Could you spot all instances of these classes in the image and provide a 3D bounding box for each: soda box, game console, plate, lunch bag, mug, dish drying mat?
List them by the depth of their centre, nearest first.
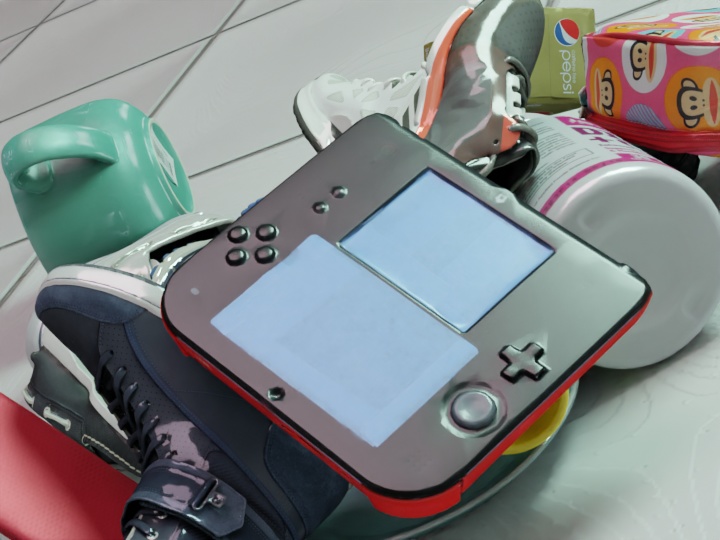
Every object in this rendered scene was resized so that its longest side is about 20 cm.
[{"bbox_3d":[0.017,0.016,0.942,0.200,0.031,0.177,35,68,31],"label":"game console"},{"bbox_3d":[-0.154,0.127,1.008,0.077,0.199,0.018,-53,-6,-48],"label":"dish drying mat"},{"bbox_3d":[0.032,0.100,1.039,0.199,0.026,0.200,-25,21,10],"label":"plate"},{"bbox_3d":[0.236,-0.124,1.158,0.198,0.083,0.176,-9,15,-23],"label":"lunch bag"},{"bbox_3d":[0.106,-0.144,1.385,0.063,0.068,0.200,-2,-1,-15],"label":"soda box"},{"bbox_3d":[-0.204,-0.059,1.527,0.114,0.153,0.185,-23,9,7],"label":"mug"}]

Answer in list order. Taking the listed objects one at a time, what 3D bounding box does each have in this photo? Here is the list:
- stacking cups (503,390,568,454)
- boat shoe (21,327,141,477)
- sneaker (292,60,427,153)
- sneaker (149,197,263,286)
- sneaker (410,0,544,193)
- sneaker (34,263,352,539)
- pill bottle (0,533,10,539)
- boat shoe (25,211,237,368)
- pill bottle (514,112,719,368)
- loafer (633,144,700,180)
[{"bbox_3d":[0.060,0.029,1.035,0.060,0.061,0.200,-27,24,2],"label":"stacking cups"},{"bbox_3d":[-0.165,0.100,1.244,0.061,0.075,0.200,-64,31,8],"label":"boat shoe"},{"bbox_3d":[0.030,-0.097,1.195,0.115,0.076,0.201,-46,30,11],"label":"sneaker"},{"bbox_3d":[-0.076,0.002,1.345,0.085,0.077,0.200,-3,32,41],"label":"sneaker"},{"bbox_3d":[0.073,-0.074,1.052,0.081,0.077,0.201,6,60,37],"label":"sneaker"},{"bbox_3d":[-0.114,0.094,0.976,0.146,0.202,0.077,-51,-13,-30],"label":"sneaker"},{"bbox_3d":[-0.218,0.152,1.107,0.110,0.112,0.200,-30,20,-6],"label":"pill bottle"},{"bbox_3d":[-0.164,0.016,1.435,0.199,0.072,0.065,-32,15,-37],"label":"boat shoe"},{"bbox_3d":[0.123,-0.026,1.098,0.113,0.114,0.200,-29,20,-5],"label":"pill bottle"},{"bbox_3d":[0.184,-0.099,1.258,0.068,0.071,0.201,-21,21,18],"label":"loafer"}]
